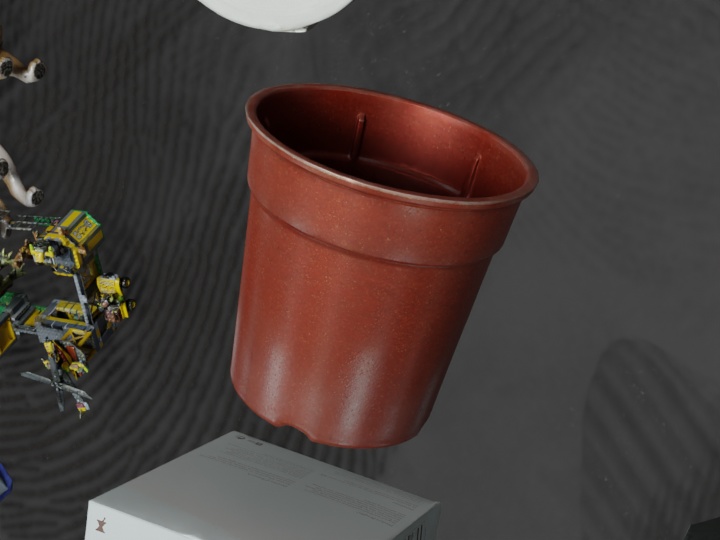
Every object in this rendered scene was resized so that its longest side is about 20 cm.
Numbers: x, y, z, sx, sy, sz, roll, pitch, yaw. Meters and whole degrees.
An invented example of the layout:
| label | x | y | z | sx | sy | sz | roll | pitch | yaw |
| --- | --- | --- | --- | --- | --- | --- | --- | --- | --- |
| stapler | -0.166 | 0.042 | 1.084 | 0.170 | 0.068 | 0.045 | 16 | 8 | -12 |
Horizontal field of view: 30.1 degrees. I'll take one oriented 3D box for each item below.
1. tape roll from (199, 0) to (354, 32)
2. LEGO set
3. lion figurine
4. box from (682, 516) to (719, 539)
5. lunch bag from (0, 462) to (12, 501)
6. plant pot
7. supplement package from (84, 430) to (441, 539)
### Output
| label | x | y | z | sx | sy | sz | roll | pitch | yaw |
| --- | --- | --- | --- | --- | --- | --- | --- | --- | --- |
| tape roll | -0.062 | -0.273 | 0.951 | 0.200 | 0.037 | 0.206 | 8 | 115 | 17 |
| LEGO set | -0.293 | 0.029 | 1.064 | 0.197 | 0.116 | 0.155 | 14 | 129 | 16 |
| lion figurine | -0.319 | -0.138 | 1.100 | 0.121 | 0.072 | 0.203 | 21 | 110 | 28 |
| box | 0.302 | 0.207 | 0.818 | 0.198 | 0.148 | 0.126 | -24 | 89 | 26 |
| lunch bag | -0.419 | 0.148 | 1.132 | 0.124 | 0.170 | 0.201 | -40 | 80 | 21 |
| plant pot | 0.000 | 0.000 | 0.916 | 0.199 | 0.200 | 0.198 | 24 | 115 | 20 |
| supplement package | -0.073 | 0.233 | 0.968 | 0.189 | 0.199 | 0.149 | 15 | 104 | 22 |
